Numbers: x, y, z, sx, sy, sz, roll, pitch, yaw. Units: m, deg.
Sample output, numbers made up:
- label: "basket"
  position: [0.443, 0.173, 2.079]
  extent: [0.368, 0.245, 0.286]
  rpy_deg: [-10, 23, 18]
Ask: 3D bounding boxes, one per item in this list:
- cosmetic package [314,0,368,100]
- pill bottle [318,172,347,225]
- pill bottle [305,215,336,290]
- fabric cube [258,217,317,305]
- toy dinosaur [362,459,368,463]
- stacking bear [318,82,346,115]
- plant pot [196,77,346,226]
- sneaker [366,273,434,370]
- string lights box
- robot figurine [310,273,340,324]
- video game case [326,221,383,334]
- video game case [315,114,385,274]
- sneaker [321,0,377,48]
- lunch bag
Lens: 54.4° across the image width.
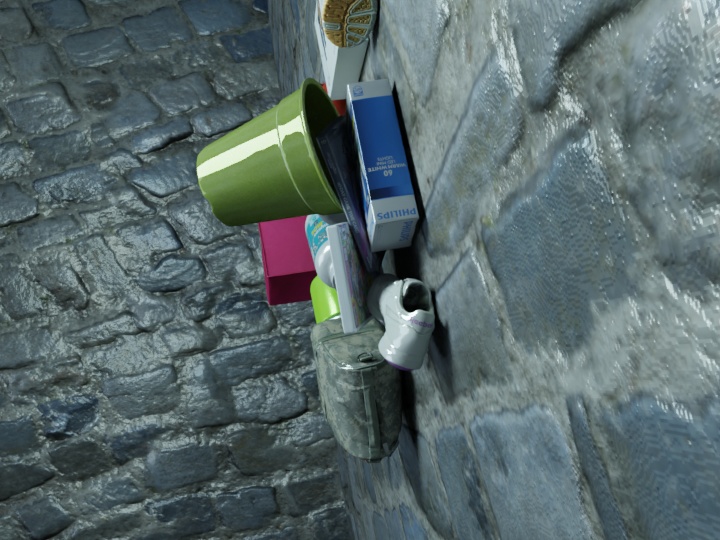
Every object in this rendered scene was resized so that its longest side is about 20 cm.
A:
- label: "cosmetic package"
  position: [-0.034, -0.387, 1.132]
  extent: [0.200, 0.052, 0.151]
  rpy_deg: [119, 139, -77]
- label: "pill bottle"
  position: [-0.038, -0.158, 1.182]
  extent: [0.200, 0.109, 0.109]
  rpy_deg: [-111, 15, -58]
- label: "pill bottle"
  position: [-0.034, -0.039, 1.275]
  extent: [0.200, 0.111, 0.111]
  rpy_deg: [-111, 15, -54]
- label: "fabric cube"
  position: [-0.182, -0.038, 1.999]
  extent: [0.199, 0.196, 0.200]
  rpy_deg: [97, 163, -64]
- label: "toy dinosaur"
  position: [0.015, 0.316, 1.410]
  extent: [0.182, 0.105, 0.200]
  rpy_deg: [62, 163, -12]
- label: "stacking bear"
  position: [-0.067, -0.257, 1.304]
  extent: [0.200, 0.121, 0.114]
  rpy_deg: [106, -178, -49]
- label: "plant pot"
  position: [-0.122, -0.146, 1.005]
  extent: [0.200, 0.190, 0.200]
  rpy_deg: [-17, -90, -73]
- label: "sneaker"
  position: [0.062, 0.044, 0.915]
  extent: [0.200, 0.075, 0.100]
  rpy_deg: [-107, 36, -62]
- label: "string lights box"
  position: [0.026, -0.137, 0.924]
  extent: [0.103, 0.059, 0.200]
  rpy_deg: [96, 164, -71]
- label: "robot figurine"
  position: [-0.031, 0.073, 1.344]
  extent: [0.176, 0.116, 0.200]
  rpy_deg: [108, 153, -54]
- label: "video game case"
  position: [0.000, 0.000, 0.995]
  extent: [0.200, 0.018, 0.143]
  rpy_deg: [-27, -72, -74]
- label: "video game case"
  position: [-0.005, -0.111, 0.990]
  extent: [0.143, 0.019, 0.200]
  rpy_deg: [-67, -41, -66]
- label: "sneaker"
  position: [-0.010, -0.398, 0.939]
  extent: [0.200, 0.076, 0.088]
  rpy_deg: [98, 178, -53]
- label: "lunch bag"
  position: [0.002, 0.194, 1.159]
  extent: [0.168, 0.139, 0.200]
  rpy_deg: [-114, 17, -64]
